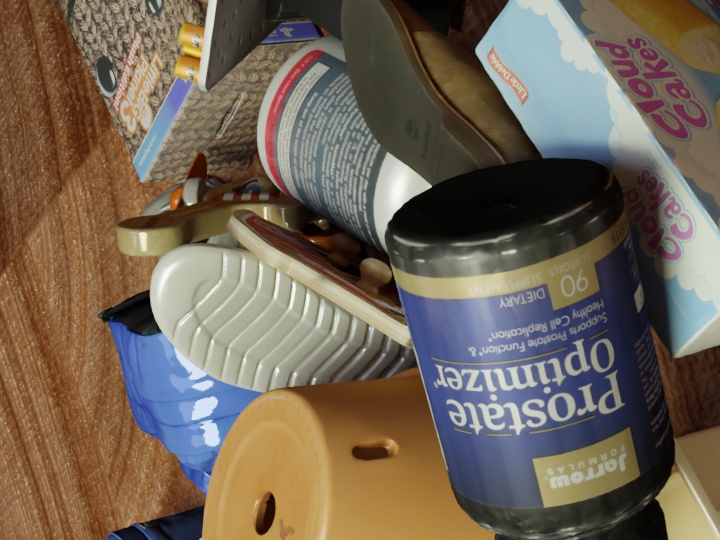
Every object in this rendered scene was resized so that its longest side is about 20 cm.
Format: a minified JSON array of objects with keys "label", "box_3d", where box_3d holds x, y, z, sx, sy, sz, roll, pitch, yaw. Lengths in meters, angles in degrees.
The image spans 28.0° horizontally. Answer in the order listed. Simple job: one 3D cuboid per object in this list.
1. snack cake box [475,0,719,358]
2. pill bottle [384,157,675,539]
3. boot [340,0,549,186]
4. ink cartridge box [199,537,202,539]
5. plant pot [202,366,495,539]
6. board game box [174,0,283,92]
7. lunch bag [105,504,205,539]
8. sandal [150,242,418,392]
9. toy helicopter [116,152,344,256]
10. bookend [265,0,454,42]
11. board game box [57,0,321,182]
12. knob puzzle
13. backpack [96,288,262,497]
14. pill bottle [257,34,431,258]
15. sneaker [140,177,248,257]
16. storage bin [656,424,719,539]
[{"label":"snack cake box","box_3d":[0.160,-0.064,0.730,0.200,0.115,0.067,60,140,23]},{"label":"pill bottle","box_3d":[0.088,0.056,0.688,0.112,0.112,0.200,10,122,52]},{"label":"boot","box_3d":[0.052,-0.095,0.798,0.200,0.075,0.074,57,152,34]},{"label":"ink cartridge box","box_3d":[-0.006,0.250,1.007,0.083,0.146,0.200,-40,67,53]},{"label":"plant pot","box_3d":[0.002,0.144,0.820,0.200,0.140,0.200,-30,54,50]},{"label":"board game box","box_3d":[-0.061,-0.240,0.924,0.026,0.200,0.200,17,122,10]},{"label":"lunch bag","box_3d":[-0.146,0.294,1.220,0.200,0.132,0.136,39,128,40]},{"label":"sandal","box_3d":[-0.043,0.038,0.900,0.082,0.203,0.050,-59,26,12]},{"label":"toy helicopter","box_3d":[-0.101,-0.043,1.013,0.132,0.200,0.079,11,109,34]},{"label":"bookend","box_3d":[0.046,-0.211,0.864,0.200,0.092,0.199,39,130,40]},{"label":"board game box","box_3d":[-0.139,-0.197,1.112,0.200,0.097,0.159,62,141,22]},{"label":"knob puzzle","box_3d":[0.000,0.000,0.902,0.220,0.220,0.030,33,97,45]},{"label":"backpack","box_3d":[-0.076,0.076,1.018,0.168,0.162,0.200,70,164,-3]},{"label":"pill bottle","box_3d":[0.037,-0.065,0.891,0.200,0.120,0.120,33,124,45]},{"label":"sneaker","box_3d":[-0.141,-0.037,1.160,0.200,0.092,0.076,-2,97,54]},{"label":"storage bin","box_3d":[0.183,0.208,0.790,0.200,0.094,0.199,-49,60,46]}]
